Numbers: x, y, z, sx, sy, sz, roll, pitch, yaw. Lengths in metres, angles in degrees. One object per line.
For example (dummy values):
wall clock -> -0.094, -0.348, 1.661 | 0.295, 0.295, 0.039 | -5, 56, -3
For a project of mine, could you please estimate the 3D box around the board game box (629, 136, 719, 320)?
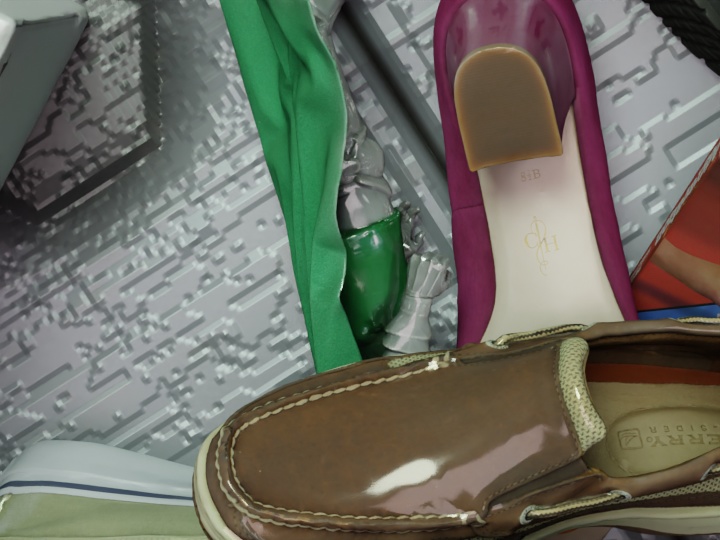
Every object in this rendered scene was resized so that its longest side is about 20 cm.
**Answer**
board game box -> 0.189, 0.028, 0.884 | 0.200, 0.103, 0.019 | 26, 53, 0

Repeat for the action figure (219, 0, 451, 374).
action figure -> 0.000, 0.000, 0.892 | 0.055, 0.118, 0.200 | -12, 105, -6

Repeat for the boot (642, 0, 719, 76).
boot -> 0.167, -0.108, 0.890 | 0.131, 0.068, 0.200 | -44, 95, -3

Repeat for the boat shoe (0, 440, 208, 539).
boat shoe -> -0.034, 0.105, 0.891 | 0.200, 0.062, 0.072 | 6, 139, 21

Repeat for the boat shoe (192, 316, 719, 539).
boat shoe -> 0.051, 0.044, 0.825 | 0.202, 0.075, 0.075 | -8, 63, -20

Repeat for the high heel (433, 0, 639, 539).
high heel -> 0.062, -0.007, 0.915 | 0.067, 0.096, 0.200 | -2, 118, 6

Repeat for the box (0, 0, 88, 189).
box -> -0.205, -0.080, 0.856 | 0.200, 0.152, 0.106 | 29, 97, -1
